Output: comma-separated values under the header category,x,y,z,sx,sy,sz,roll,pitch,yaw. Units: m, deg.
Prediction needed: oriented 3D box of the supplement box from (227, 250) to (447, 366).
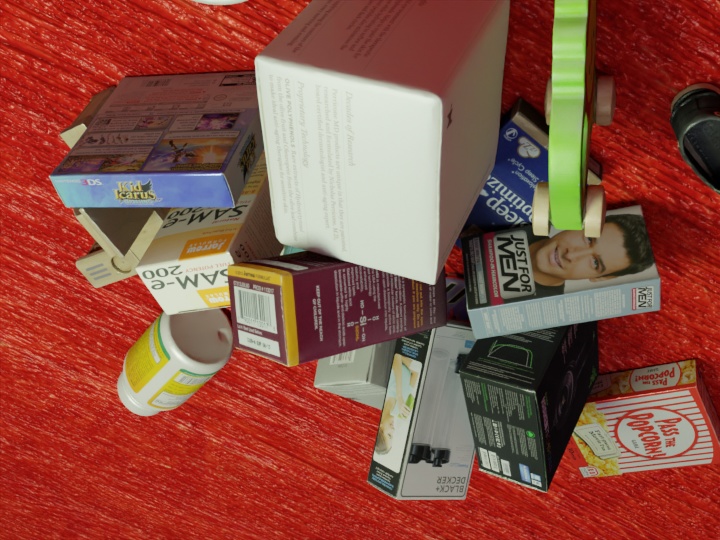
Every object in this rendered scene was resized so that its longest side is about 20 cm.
category,x,y,z,sx,sy,sz,roll,pitch,yaw
supplement box,-0.020,0.025,0.861,0.109,0.197,0.088,9,106,53

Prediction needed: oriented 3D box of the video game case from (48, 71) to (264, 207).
category,x,y,z,sx,sy,sz,roll,pitch,yaw
video game case,-0.195,-0.139,0.903,0.195,0.183,0.046,1,134,18

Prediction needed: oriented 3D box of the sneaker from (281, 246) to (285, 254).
category,x,y,z,sx,sy,sz,roll,pitch,yaw
sneaker,-0.021,-0.051,1.013,0.089,0.068,0.200,32,136,-20

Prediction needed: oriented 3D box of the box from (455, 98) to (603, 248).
category,x,y,z,sx,sy,sz,roll,pitch,yaw
box,0.152,-0.082,0.944,0.120,0.033,0.200,34,134,-14

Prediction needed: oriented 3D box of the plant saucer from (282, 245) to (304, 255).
category,x,y,z,sx,sy,sz,roll,pitch,yaw
plant saucer,-0.074,0.034,1.032,0.069,0.019,0.202,22,130,2

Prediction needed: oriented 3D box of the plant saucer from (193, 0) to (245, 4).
category,x,y,z,sx,sy,sz,roll,pitch,yaw
plant saucer,-0.142,-0.347,0.784,0.195,0.051,0.203,10,133,11

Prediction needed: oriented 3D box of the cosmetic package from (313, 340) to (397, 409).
category,x,y,z,sx,sy,sz,roll,pitch,yaw
cosmetic package,0.050,0.129,1.080,0.198,0.092,0.106,27,154,-35

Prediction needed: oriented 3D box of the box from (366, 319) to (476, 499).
category,x,y,z,sx,sy,sz,roll,pitch,yaw
box,0.086,0.158,0.999,0.115,0.205,0.060,12,-179,-38

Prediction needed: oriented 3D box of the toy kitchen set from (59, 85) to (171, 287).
category,x,y,z,sx,sy,sz,roll,pitch,yaw
toy kitchen set,-0.321,-0.067,1.027,0.177,0.165,0.201,-15,125,30

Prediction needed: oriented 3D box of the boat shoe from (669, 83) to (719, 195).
category,x,y,z,sx,sy,sz,roll,pitch,yaw
boat shoe,0.374,-0.093,0.838,0.200,0.064,0.073,39,129,-20

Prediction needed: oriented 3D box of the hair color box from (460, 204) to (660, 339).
category,x,y,z,sx,sy,sz,roll,pitch,yaw
hair color box,0.210,0.002,0.921,0.195,0.101,0.061,-10,142,11

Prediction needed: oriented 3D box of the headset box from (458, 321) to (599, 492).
category,x,y,z,sx,sy,sz,roll,pitch,yaw
headset box,0.205,0.114,0.997,0.091,0.201,0.177,12,136,30

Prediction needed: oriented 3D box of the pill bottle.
category,x,y,z,sx,sy,sz,roll,pitch,yaw
pill bottle,-0.271,0.130,1.229,0.112,0.114,0.200,35,133,-15

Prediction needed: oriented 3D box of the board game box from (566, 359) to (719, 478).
category,x,y,z,sx,sy,sz,roll,pitch,yaw
board game box,0.357,0.198,1.122,0.197,0.047,0.153,-15,125,30

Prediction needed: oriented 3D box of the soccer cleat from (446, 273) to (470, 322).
category,x,y,z,sx,sy,sz,roll,pitch,yaw
soccer cleat,0.066,0.044,1.058,0.195,0.077,0.068,9,134,11

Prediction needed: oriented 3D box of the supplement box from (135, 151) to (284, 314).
category,x,y,z,sx,sy,sz,roll,pitch,yaw
supplement box,-0.146,-0.053,0.954,0.123,0.202,0.074,-9,130,25

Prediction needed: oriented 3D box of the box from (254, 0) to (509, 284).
category,x,y,z,sx,sy,sz,roll,pitch,yaw
box,0.028,-0.140,0.795,0.168,0.200,0.203,14,135,19

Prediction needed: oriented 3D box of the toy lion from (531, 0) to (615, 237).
category,x,y,z,sx,sy,sz,roll,pitch,yaw
toy lion,0.187,-0.158,0.752,0.067,0.204,0.193,4,152,17
